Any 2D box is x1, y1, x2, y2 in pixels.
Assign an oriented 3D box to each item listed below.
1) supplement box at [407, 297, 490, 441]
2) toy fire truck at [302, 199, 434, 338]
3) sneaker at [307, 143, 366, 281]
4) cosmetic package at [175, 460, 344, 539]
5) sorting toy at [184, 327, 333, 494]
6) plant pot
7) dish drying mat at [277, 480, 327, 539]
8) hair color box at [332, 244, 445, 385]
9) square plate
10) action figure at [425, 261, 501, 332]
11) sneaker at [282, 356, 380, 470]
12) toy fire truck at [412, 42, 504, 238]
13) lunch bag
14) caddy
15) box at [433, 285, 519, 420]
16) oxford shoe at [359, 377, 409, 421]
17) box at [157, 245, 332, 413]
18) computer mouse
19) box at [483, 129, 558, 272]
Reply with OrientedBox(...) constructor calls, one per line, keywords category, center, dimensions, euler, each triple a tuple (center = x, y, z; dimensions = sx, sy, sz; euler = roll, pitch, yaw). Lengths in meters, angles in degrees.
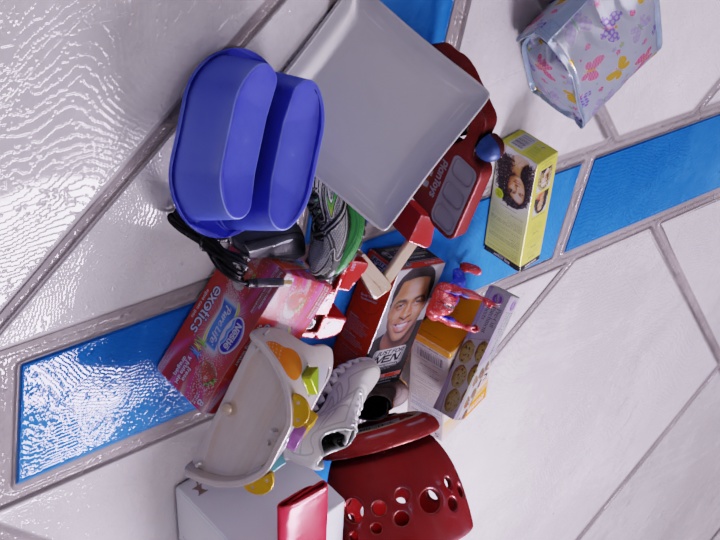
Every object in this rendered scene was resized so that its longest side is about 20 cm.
OrientedBox(category="supplement box", center=(0.138, 0.144, 1.936), dimensions=(0.126, 0.073, 0.200), euler=(-41, 147, -35))
OrientedBox(category="toy fire truck", center=(0.000, 0.000, 1.635), dimensions=(0.141, 0.049, 0.200), euler=(7, 117, -34))
OrientedBox(category="sneaker", center=(-0.046, -0.088, 1.475), dimensions=(0.085, 0.078, 0.200), euler=(2, 88, -40))
OrientedBox(category="cosmetic package", center=(-0.138, 0.368, 1.748), dimensions=(0.167, 0.166, 0.200), euler=(-28, 139, -31))
OrientedBox(category="sorting toy", center=(-0.092, 0.162, 1.519), dimensions=(0.200, 0.107, 0.180), euler=(-63, 166, 20))
OrientedBox(category="plant pot", center=(0.043, 0.304, 1.808), dimensions=(0.200, 0.200, 0.183), euler=(-16, 91, -42))
OrientedBox(category="dish drying mat", center=(-0.076, 0.353, 1.641), dimensions=(0.077, 0.018, 0.200), euler=(-27, 138, -32))
OrientedBox(category="hair color box", center=(0.033, 0.064, 1.760), dimensions=(0.101, 0.061, 0.200), euler=(-10, 128, -46))
OrientedBox(category="square plate", center=(0.009, -0.180, 1.421), dimensions=(0.198, 0.200, 0.028), euler=(-52, -171, -1))
OrientedBox(category="action figure", center=(0.152, 0.044, 1.786), dimensions=(0.065, 0.099, 0.200), euler=(-68, 167, 17))
OrientedBox(category="sneaker", center=(-0.029, 0.190, 1.670), dimensions=(0.200, 0.081, 0.075), euler=(-43, 140, -36))
OrientedBox(category="toy fire truck", center=(0.099, -0.158, 1.514), dimensions=(0.112, 0.168, 0.200), euler=(-20, 146, -39))
OrientedBox(category="lunch bag", center=(0.297, -0.313, 1.664), dimensions=(0.170, 0.127, 0.200), euler=(-46, 157, -5))
OrientedBox(category="caddy", center=(-0.123, -0.130, 1.326), dimensions=(0.141, 0.105, 0.200), euler=(14, 88, -47))
OrientedBox(category="box", center=(0.167, 0.119, 1.839), dimensions=(0.039, 0.041, 0.200), euler=(10, 107, -63))
OrientedBox(category="oxford shoe", center=(0.021, 0.191, 1.853), dimensions=(0.200, 0.073, 0.071), euler=(4, 118, -56))
OrientedBox(category="box", center=(-0.138, 0.068, 1.523), dimensions=(0.200, 0.095, 0.100), euler=(-58, 148, 10))
OrientedBox(category="computer mouse", center=(-0.106, -0.032, 1.422), dimensions=(0.200, 0.140, 0.046), euler=(5, 122, -52))
OrientedBox(category="box", center=(0.228, -0.098, 1.832), dimensions=(0.050, 0.075, 0.200), euler=(-31, 141, -32))
